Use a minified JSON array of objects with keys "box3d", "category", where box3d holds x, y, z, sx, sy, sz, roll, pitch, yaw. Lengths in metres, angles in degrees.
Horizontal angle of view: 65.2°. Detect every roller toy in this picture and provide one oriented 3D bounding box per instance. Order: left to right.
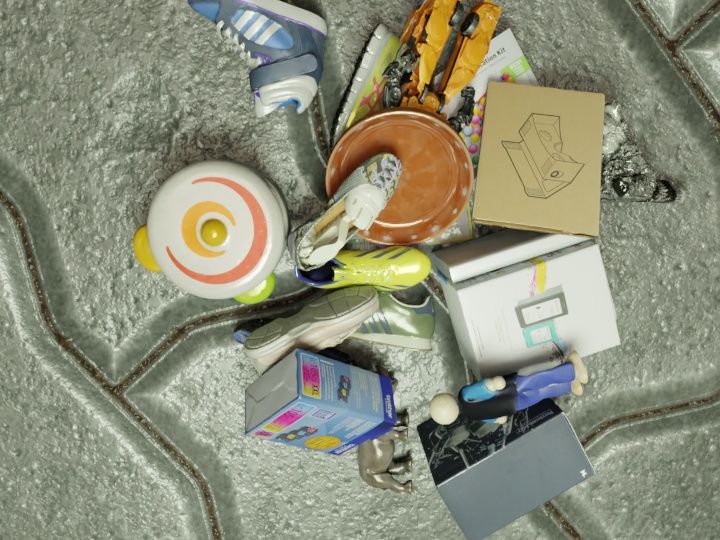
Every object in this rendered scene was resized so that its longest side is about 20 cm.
[{"box3d":[-0.192,-0.060,0.775,0.198,0.140,0.185,24,97,-6],"category":"roller toy"}]

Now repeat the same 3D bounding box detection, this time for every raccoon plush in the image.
[{"box3d":[0.391,-0.169,0.828,0.197,0.096,0.137,-1,92,-33],"category":"raccoon plush"}]

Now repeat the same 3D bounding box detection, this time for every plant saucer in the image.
[{"box3d":[0.052,-0.123,0.759,0.197,0.033,0.203,1,127,1],"category":"plant saucer"}]

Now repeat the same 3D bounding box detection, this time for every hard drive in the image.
[{"box3d":[0.209,-0.035,0.802,0.197,0.132,0.027,-17,101,0],"category":"hard drive"}]

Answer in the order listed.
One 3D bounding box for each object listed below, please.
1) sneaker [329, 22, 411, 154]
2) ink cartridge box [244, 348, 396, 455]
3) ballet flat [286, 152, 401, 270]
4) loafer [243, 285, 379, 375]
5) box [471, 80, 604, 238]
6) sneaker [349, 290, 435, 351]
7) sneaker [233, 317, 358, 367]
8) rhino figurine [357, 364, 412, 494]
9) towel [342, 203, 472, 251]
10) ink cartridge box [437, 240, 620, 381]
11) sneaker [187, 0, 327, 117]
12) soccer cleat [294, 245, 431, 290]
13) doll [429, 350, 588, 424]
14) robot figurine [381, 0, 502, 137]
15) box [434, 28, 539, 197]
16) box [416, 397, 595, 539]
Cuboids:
[{"box3d":[0.019,-0.233,0.790,0.089,0.078,0.202,23,100,-13],"category":"sneaker"},{"box3d":[-0.044,0.193,0.789,0.198,0.077,0.136,23,134,-34],"category":"ink cartridge box"},{"box3d":[-0.017,-0.065,0.733,0.200,0.072,0.072,-40,99,22],"category":"ballet flat"},{"box3d":[-0.062,0.085,0.784,0.197,0.072,0.064,-23,119,-2],"category":"loafer"},{"box3d":[0.239,-0.151,0.751,0.161,0.021,0.203,8,76,6],"category":"box"},{"box3d":[0.018,0.062,0.849,0.197,0.067,0.091,10,86,-1],"category":"sneaker"},{"box3d":[-0.104,0.139,0.848,0.198,0.075,0.079,27,101,-5],"category":"sneaker"},{"box3d":[0.033,0.247,0.877,0.086,0.060,0.204,-4,97,10],"category":"rhino figurine"},{"box3d":[0.064,-0.097,0.818,0.196,0.023,0.146,-6,117,1],"category":"towel"},{"box3d":[0.235,0.050,0.810,0.197,0.147,0.148,-18,101,0],"category":"ink cartridge box"},{"box3d":[-0.149,-0.290,0.768,0.197,0.081,0.149,13,95,-10],"category":"sneaker"},{"box3d":[0.000,0.001,0.797,0.197,0.084,0.066,1,100,19],"category":"soccer cleat"},{"box3d":[0.186,0.163,0.729,0.197,0.049,0.137,-15,144,0],"category":"doll"},{"box3d":[0.104,-0.272,0.746,0.143,0.058,0.203,20,97,-25],"category":"robot figurine"},{"box3d":[0.194,-0.216,0.818,0.155,0.041,0.202,-31,98,2],"category":"box"},{"box3d":[0.201,0.260,0.826,0.198,0.182,0.105,-31,100,2],"category":"box"}]
